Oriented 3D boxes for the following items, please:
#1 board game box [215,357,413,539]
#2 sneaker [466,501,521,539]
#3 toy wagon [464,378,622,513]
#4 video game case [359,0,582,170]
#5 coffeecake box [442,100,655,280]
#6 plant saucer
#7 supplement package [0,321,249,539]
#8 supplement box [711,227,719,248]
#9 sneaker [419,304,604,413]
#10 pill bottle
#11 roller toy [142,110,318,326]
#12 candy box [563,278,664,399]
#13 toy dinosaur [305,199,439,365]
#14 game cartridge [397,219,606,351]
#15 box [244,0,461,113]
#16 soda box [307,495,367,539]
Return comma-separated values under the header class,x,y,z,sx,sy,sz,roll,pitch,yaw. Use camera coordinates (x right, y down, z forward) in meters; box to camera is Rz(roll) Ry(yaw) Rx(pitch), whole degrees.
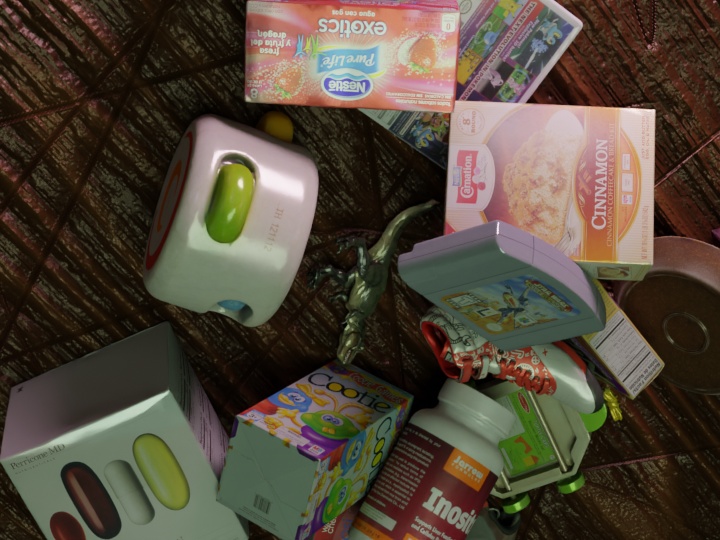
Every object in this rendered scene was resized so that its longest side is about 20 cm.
class,x,y,z,sx,sy,sz,roll,pitch,yaw
board game box,-0.043,0.181,1.475,0.104,0.199,0.104,24,114,22
sneaker,0.102,0.277,1.618,0.199,0.077,0.083,20,98,-37
toy wagon,0.193,0.174,1.572,0.198,0.040,0.157,-22,102,18
video game case,0.093,-0.216,1.422,0.181,0.023,0.201,32,105,-20
coffeecake box,0.180,-0.077,1.384,0.197,0.073,0.156,3,77,3
plant saucer,0.347,0.057,1.503,0.034,0.199,0.202,-42,122,-36
supplement package,-0.242,0.201,1.495,0.189,0.147,0.202,-23,117,3
supplement box,0.493,-0.017,1.511,0.198,0.131,0.104,-24,115,2
sneaker,0.151,0.097,1.487,0.108,0.067,0.202,-38,78,-26
pill bottle,0.079,0.220,1.499,0.112,0.113,0.202,32,83,-20
roller toy,-0.121,-0.047,1.381,0.138,0.201,0.184,18,122,-16
candy box,0.220,0.037,1.499,0.056,0.117,0.200,-44,114,-7
toy dinosaur,0.000,0.000,1.495,0.087,0.048,0.202,16,111,-30
game cartridge,0.144,0.019,1.355,0.132,0.042,0.199,-12,149,38
box,-0.007,-0.208,1.346,0.197,0.103,0.096,3,108,0
soda box,-0.031,0.305,1.615,0.063,0.070,0.202,10,113,-11
